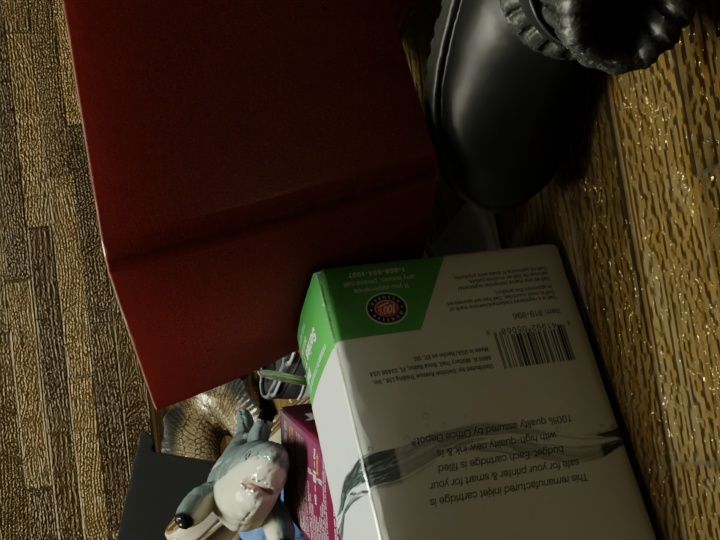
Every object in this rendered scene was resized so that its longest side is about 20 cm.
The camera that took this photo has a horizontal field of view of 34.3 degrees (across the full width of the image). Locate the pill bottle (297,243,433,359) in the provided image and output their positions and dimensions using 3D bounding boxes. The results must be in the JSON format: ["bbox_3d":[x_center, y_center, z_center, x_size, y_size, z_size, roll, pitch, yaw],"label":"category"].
[{"bbox_3d":[-0.012,-0.010,0.798,0.202,0.112,0.113,63,157,18],"label":"pill bottle"}]

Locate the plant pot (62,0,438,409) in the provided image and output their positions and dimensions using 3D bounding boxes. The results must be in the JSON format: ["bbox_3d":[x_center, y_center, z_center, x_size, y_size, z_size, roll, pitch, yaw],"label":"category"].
[{"bbox_3d":[-0.059,-0.064,0.666,0.200,0.174,0.202,96,161,-63],"label":"plant pot"}]

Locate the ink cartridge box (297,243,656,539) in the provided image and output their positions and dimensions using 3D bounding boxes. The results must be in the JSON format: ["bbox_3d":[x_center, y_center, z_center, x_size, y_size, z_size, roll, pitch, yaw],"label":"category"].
[{"bbox_3d":[0.057,0.098,0.617,0.083,0.144,0.202,112,149,-57],"label":"ink cartridge box"}]

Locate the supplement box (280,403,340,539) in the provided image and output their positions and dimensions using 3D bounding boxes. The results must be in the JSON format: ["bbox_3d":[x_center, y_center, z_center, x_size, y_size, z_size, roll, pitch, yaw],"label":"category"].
[{"bbox_3d":[0.017,0.151,0.829,0.200,0.109,0.087,-164,71,-72],"label":"supplement box"}]

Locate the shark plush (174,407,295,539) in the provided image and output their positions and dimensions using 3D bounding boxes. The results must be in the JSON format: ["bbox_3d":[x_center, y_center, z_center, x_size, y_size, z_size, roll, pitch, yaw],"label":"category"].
[{"bbox_3d":[-0.076,0.149,0.908,0.200,0.090,0.084,-57,-14,-83],"label":"shark plush"}]

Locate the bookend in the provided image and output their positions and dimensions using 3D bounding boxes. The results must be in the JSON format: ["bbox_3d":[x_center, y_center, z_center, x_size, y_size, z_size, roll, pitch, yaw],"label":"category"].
[{"bbox_3d":[-0.137,0.279,1.130,0.092,0.196,0.203,104,175,-63],"label":"bookend"}]

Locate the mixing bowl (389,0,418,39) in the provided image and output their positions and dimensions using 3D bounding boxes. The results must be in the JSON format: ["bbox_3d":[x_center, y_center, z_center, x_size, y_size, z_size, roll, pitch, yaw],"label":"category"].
[{"bbox_3d":[-0.020,-0.197,0.789,0.200,0.107,0.203,-159,90,-77],"label":"mixing bowl"}]

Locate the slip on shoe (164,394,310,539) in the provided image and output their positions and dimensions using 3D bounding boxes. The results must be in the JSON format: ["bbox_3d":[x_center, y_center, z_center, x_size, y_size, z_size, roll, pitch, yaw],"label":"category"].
[{"bbox_3d":[-0.092,0.196,1.088,0.061,0.200,0.076,49,155,-8],"label":"slip on shoe"}]

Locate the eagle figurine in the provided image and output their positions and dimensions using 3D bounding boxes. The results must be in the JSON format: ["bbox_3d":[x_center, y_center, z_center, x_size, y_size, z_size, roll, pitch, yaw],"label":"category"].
[{"bbox_3d":[-0.175,0.200,1.476,0.201,0.149,0.153,-102,25,-56],"label":"eagle figurine"}]

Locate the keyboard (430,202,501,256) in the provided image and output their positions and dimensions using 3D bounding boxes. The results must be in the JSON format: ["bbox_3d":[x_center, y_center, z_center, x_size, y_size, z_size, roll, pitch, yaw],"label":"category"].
[{"bbox_3d":[0.060,0.009,0.816,0.200,0.011,0.057,123,134,-65],"label":"keyboard"}]

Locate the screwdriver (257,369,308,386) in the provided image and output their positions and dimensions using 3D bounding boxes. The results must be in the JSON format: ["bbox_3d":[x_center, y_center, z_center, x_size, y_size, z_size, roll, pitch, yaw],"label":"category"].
[{"bbox_3d":[0.013,0.073,0.713,0.028,0.199,0.029,31,95,45],"label":"screwdriver"}]

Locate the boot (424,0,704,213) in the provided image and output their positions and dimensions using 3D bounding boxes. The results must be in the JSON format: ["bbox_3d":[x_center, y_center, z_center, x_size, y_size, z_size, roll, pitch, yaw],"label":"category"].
[{"bbox_3d":[0.094,-0.106,0.540,0.158,0.078,0.214,-126,35,-59],"label":"boot"}]

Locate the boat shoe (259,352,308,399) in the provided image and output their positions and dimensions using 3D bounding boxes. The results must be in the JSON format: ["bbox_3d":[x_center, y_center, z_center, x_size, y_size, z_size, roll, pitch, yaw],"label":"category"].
[{"bbox_3d":[-0.070,0.055,1.156,0.202,0.067,0.072,102,155,-45],"label":"boat shoe"}]

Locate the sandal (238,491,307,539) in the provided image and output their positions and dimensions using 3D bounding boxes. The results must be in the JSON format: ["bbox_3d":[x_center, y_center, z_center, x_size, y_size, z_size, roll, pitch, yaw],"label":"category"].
[{"bbox_3d":[-0.047,0.178,1.019,0.202,0.086,0.079,-66,18,7],"label":"sandal"}]
